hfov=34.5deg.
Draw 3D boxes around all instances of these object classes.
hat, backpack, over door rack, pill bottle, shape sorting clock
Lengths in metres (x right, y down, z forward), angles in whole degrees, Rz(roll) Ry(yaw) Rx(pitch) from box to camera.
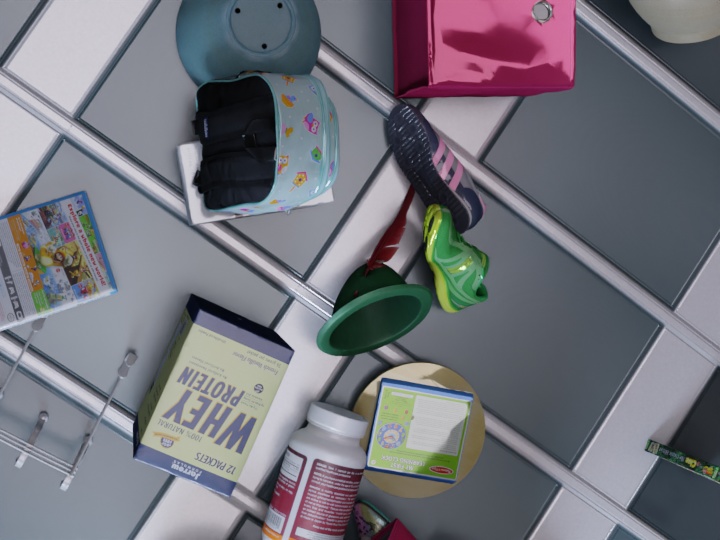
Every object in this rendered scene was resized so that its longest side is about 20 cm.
[{"bbox_3d":[0.000,0.000,1.623,0.198,0.166,0.177,-10,59,-28],"label":"hat"},{"bbox_3d":[-0.109,-0.157,1.430,0.152,0.199,0.178,0,89,-28],"label":"backpack"},{"bbox_3d":[-0.406,0.170,1.539,0.147,0.067,0.201,30,73,-13],"label":"over door rack"},{"bbox_3d":[-0.057,0.290,1.595,0.112,0.113,0.202,18,90,-13],"label":"pill bottle"},{"bbox_3d":[0.081,0.229,1.659,0.198,0.039,0.202,-1,96,-8],"label":"shape sorting clock"}]

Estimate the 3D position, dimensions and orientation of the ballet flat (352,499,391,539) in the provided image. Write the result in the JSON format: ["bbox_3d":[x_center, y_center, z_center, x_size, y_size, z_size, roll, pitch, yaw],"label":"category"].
[{"bbox_3d":[0.052,0.414,1.648,0.200,0.069,0.071,44,64,-15],"label":"ballet flat"}]

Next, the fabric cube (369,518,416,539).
[{"bbox_3d":[0.031,0.492,1.525,0.200,0.196,0.200,-42,91,16],"label":"fabric cube"}]

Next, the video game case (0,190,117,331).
[{"bbox_3d":[-0.436,-0.008,1.521,0.198,0.018,0.144,-19,81,-11],"label":"video game case"}]

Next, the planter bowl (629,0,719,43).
[{"bbox_3d":[0.466,-0.409,1.642,0.199,0.200,0.136,-24,126,-10],"label":"planter bowl"}]

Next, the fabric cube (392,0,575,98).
[{"bbox_3d":[0.160,-0.336,1.551,0.197,0.200,0.198,-2,95,-12],"label":"fabric cube"}]

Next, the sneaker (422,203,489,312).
[{"bbox_3d":[0.133,-0.023,1.597,0.083,0.075,0.201,-10,139,10],"label":"sneaker"}]

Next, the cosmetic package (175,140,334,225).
[{"bbox_3d":[-0.142,-0.129,1.565,0.198,0.081,0.114,-12,94,-11],"label":"cosmetic package"}]

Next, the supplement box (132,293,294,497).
[{"bbox_3d":[-0.197,0.157,1.510,0.133,0.200,0.201,24,89,-12],"label":"supplement box"}]

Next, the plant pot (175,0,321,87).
[{"bbox_3d":[-0.140,-0.320,1.526,0.198,0.135,0.202,-1,93,-13],"label":"plant pot"}]

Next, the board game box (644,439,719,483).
[{"bbox_3d":[0.502,0.290,1.676,0.104,0.200,0.024,22,88,-12],"label":"board game box"}]

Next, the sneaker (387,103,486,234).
[{"bbox_3d":[0.109,-0.148,1.637,0.082,0.070,0.201,-27,90,-51],"label":"sneaker"}]
